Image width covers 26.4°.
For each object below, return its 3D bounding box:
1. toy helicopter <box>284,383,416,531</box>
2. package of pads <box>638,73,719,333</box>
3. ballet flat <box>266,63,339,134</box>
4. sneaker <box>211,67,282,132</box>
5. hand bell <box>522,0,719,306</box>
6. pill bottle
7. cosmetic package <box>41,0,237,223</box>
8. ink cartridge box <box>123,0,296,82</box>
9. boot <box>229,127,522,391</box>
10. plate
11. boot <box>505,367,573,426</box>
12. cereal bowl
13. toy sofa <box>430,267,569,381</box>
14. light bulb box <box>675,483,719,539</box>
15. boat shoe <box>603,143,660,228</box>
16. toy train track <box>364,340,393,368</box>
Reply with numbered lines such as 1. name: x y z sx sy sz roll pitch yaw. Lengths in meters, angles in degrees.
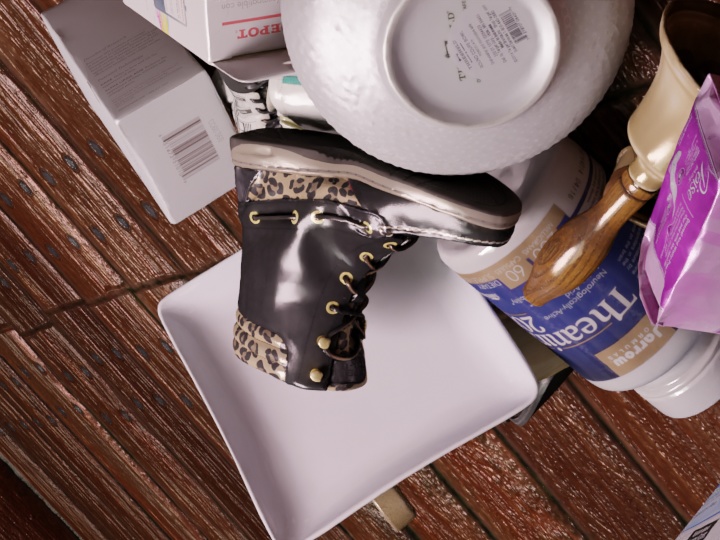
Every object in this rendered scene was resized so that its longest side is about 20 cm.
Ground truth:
1. toy helicopter: -0.022 0.108 1.095 0.200 0.079 0.132 52 175 30
2. package of pads: 0.245 -0.020 0.749 0.200 0.076 0.121 7 132 -8
3. ballet flat: -0.028 -0.114 1.025 0.069 0.069 0.200 42 180 4
4. sneaker: -0.060 -0.132 1.108 0.088 0.076 0.200 62 176 4
5. hand bell: 0.149 -0.045 0.853 0.104 0.104 0.200 42 129 3
6. pill bottle: 0.155 0.007 0.987 0.200 0.111 0.111 38 158 -20
7. cosmetic package: -0.170 -0.141 1.214 0.200 0.081 0.113 48 166 49
8. ink cartridge box: -0.066 -0.182 0.958 0.200 0.117 0.067 39 137 53
9. boot: 0.000 0.000 0.942 0.200 0.073 0.151 15 108 27
10. plate: -0.010 0.054 1.019 0.200 0.200 0.032 60 -173 22
11. boot: 0.077 0.040 1.205 0.174 0.069 0.200 44 164 0
12. cereal bowl: 0.055 -0.136 0.831 0.200 0.200 0.083 58 -167 -28
13. toy sofa: 0.058 0.053 1.114 0.200 0.083 0.098 -26 85 53
14. light bulb box: 0.296 0.146 0.908 0.125 0.200 0.198 43 155 6
15. boat shoe: 0.230 -0.029 0.883 0.200 0.074 0.076 22 147 39
16. toy train track: -0.027 -0.003 1.090 0.200 0.033 0.115 62 150 34
